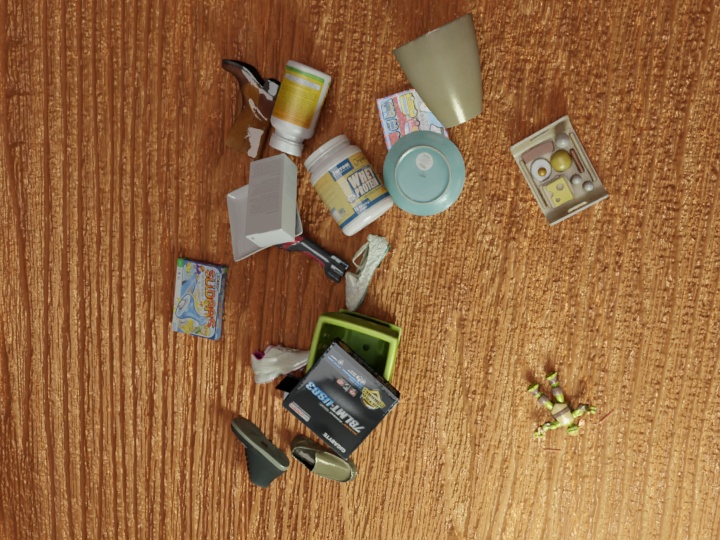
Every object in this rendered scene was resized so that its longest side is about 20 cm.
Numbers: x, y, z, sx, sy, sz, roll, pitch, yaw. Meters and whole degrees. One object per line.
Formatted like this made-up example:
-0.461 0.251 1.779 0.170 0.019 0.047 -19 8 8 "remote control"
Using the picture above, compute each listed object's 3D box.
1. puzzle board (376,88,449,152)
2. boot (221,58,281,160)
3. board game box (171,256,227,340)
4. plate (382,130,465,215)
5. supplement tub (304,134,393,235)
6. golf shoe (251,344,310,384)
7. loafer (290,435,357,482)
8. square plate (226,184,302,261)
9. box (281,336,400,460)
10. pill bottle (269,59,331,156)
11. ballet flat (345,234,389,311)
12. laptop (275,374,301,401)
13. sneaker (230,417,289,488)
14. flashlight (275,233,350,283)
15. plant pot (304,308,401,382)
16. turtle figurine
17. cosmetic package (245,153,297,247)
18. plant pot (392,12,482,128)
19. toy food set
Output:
0.130 -0.325 1.448 0.148 0.017 0.203 -12 97 16 "puzzle board"
-0.295 -0.406 1.530 0.186 0.069 0.202 28 112 0 "boot"
-0.434 0.075 1.646 0.133 0.034 0.204 10 102 12 "board game box"
0.147 -0.226 1.441 0.196 0.026 0.204 4 109 12 "plate"
-0.029 -0.201 1.441 0.144 0.145 0.201 -34 91 17 "supplement tub"
-0.202 0.230 1.596 0.197 0.075 0.093 -20 91 15 "golf shoe"
-0.104 0.510 1.619 0.197 0.067 0.077 22 104 10 "loafer"
-0.239 -0.140 1.526 0.195 0.028 0.203 -21 64 16 "square plate"
-0.044 0.290 1.383 0.199 0.050 0.199 41 101 0 "box"
-0.151 -0.384 1.458 0.110 0.111 0.203 22 104 9 "pill bottle"
0.000 0.000 1.505 0.071 0.072 0.202 28 97 7 "ballet flat"
-0.117 0.343 1.524 0.184 0.117 0.202 17 129 5 "laptop"
-0.297 0.500 1.661 0.200 0.075 0.106 43 104 3 "sneaker"
-0.125 -0.041 1.537 0.199 0.068 0.068 36 79 2 "flashlight"
-0.007 0.206 1.485 0.197 0.181 0.202 16 101 11 "plant pot"
0.480 0.323 1.445 0.199 0.064 0.163 -35 82 25 "turtle figurine"
-0.212 -0.168 1.466 0.100 0.071 0.203 -9 67 22 "cosmetic package"
0.191 -0.427 1.345 0.185 0.188 0.202 -20 107 16 "plant pot"
0.443 -0.221 1.364 0.142 0.060 0.202 -28 91 16 "toy food set"
